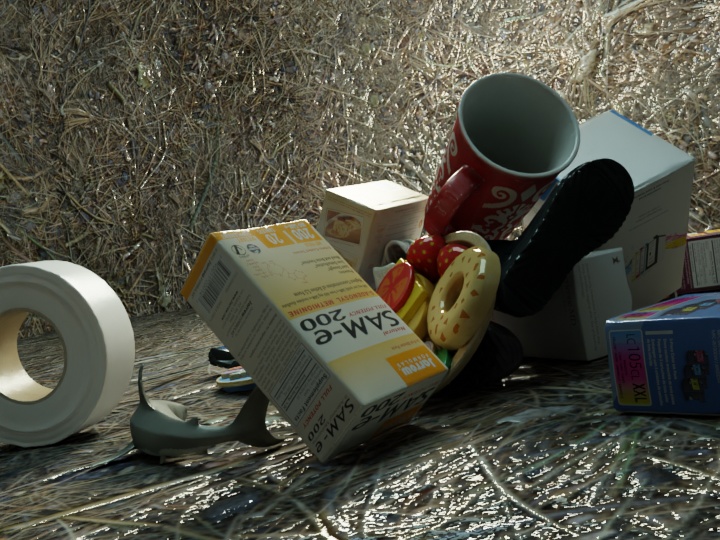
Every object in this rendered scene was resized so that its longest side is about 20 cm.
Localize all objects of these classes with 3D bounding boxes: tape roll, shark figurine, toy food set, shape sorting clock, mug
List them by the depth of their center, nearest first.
[{"bbox_3d":[-0.170,0.126,0.800,0.128,0.090,0.214,-13,2,-39],"label":"shark figurine"},{"bbox_3d":[0.058,0.046,0.872,0.048,0.198,0.200,31,12,-25],"label":"toy food set"},{"bbox_3d":[-0.358,0.091,0.990,0.201,0.204,0.071,-9,3,12],"label":"tape roll"},{"bbox_3d":[0.128,-0.103,1.000,0.176,0.134,0.200,-15,-23,-18],"label":"mug"},{"bbox_3d":[-0.092,0.120,1.165,0.198,0.040,0.200,-9,2,0],"label":"shape sorting clock"}]

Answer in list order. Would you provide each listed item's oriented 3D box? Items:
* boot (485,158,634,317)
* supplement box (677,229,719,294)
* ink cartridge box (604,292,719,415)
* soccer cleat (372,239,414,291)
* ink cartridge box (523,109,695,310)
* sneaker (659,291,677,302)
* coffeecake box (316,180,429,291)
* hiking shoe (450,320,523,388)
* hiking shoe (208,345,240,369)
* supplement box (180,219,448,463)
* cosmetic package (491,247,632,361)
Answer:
[{"bbox_3d":[0.173,-0.031,0.929,0.200,0.076,0.168,-49,14,-14],"label":"boot"},{"bbox_3d":[0.472,-0.007,1.379,0.198,0.086,0.110,-9,2,14],"label":"supplement box"},{"bbox_3d":[0.305,0.057,0.657,0.136,0.077,0.199,-12,5,-41],"label":"ink cartridge box"},{"bbox_3d":[0.069,-0.010,1.055,0.069,0.087,0.200,-20,14,25],"label":"soccer cleat"},{"bbox_3d":[0.296,-0.058,1.081,0.144,0.201,0.147,-26,42,-16],"label":"ink cartridge box"},{"bbox_3d":[0.323,0.040,1.203,0.112,0.078,0.200,-27,15,-26],"label":"sneaker"},{"bbox_3d":[0.000,0.000,1.092,0.073,0.201,0.153,23,19,23],"label":"coffeecake box"},{"bbox_3d":[0.110,0.077,0.939,0.100,0.076,0.199,-15,4,-34],"label":"hiking shoe"},{"bbox_3d":[-0.139,0.096,1.343,0.199,0.087,0.074,-11,3,-27],"label":"hiking shoe"},{"bbox_3d":[-0.039,0.050,0.751,0.126,0.200,0.074,-13,-37,-53],"label":"supplement box"},{"bbox_3d":[0.213,0.039,1.019,0.081,0.114,0.200,-11,1,-27],"label":"cosmetic package"}]
